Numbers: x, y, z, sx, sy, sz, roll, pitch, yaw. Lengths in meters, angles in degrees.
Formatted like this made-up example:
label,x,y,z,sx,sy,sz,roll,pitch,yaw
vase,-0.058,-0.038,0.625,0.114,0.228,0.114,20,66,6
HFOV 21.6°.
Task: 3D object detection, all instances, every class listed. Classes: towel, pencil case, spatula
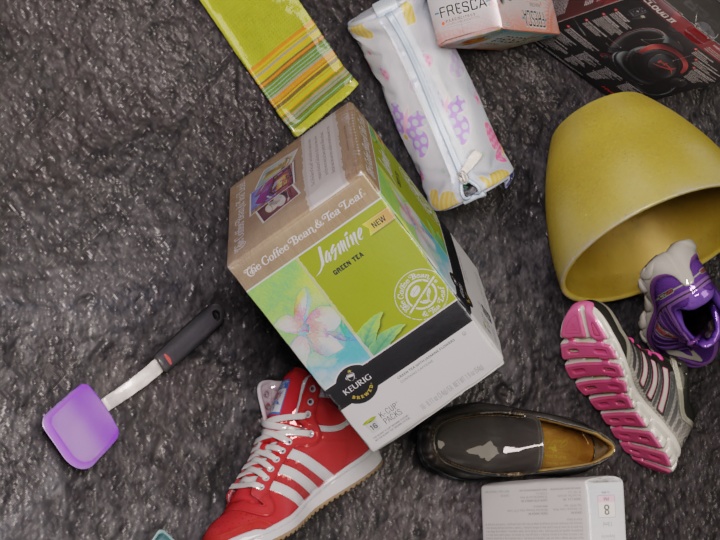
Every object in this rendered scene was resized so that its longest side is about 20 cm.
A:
label,x,y,z,sx,sy,sz,roll,pitch,yaw
towel,-0.084,-0.218,1.632,0.086,0.018,0.200,-46,109,-33
pencil case,0.062,-0.153,1.685,0.201,0.083,0.091,65,22,-9
spatula,-0.175,0.086,1.515,0.200,0.021,0.057,-41,105,-34

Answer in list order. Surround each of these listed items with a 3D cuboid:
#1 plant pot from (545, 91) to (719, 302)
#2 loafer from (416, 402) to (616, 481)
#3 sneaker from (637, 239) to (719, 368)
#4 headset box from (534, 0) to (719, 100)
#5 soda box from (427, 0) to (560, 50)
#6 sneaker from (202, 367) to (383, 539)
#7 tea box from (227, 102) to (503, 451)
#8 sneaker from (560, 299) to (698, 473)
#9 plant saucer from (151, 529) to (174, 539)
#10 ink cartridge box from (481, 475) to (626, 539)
label,x,y,z,sx,sy,sz,roll,pitch,yaw
plant pot,0.251,-0.081,1.768,0.200,0.200,0.142,-5,60,-36
loafer,0.142,0.154,1.704,0.199,0.072,0.073,1,83,-35
sneaker,0.312,0.052,1.792,0.080,0.200,0.084,-31,60,1
headset box,0.279,-0.238,1.786,0.148,0.200,0.075,31,66,-28
soda box,0.121,-0.239,1.698,0.200,0.063,0.069,-16,92,-69
sneaker,-0.072,0.153,1.550,0.200,0.071,0.113,-32,106,-43
tea box,0.000,0.000,1.519,0.133,0.200,0.197,-35,109,9
sneaker,0.262,0.096,1.802,0.087,0.074,0.200,-48,115,-31
plant saucer,-0.191,0.301,1.473,0.070,0.019,0.200,47,60,-21
ink cartridge box,0.169,0.283,1.649,0.057,0.162,0.201,-1,84,-31
